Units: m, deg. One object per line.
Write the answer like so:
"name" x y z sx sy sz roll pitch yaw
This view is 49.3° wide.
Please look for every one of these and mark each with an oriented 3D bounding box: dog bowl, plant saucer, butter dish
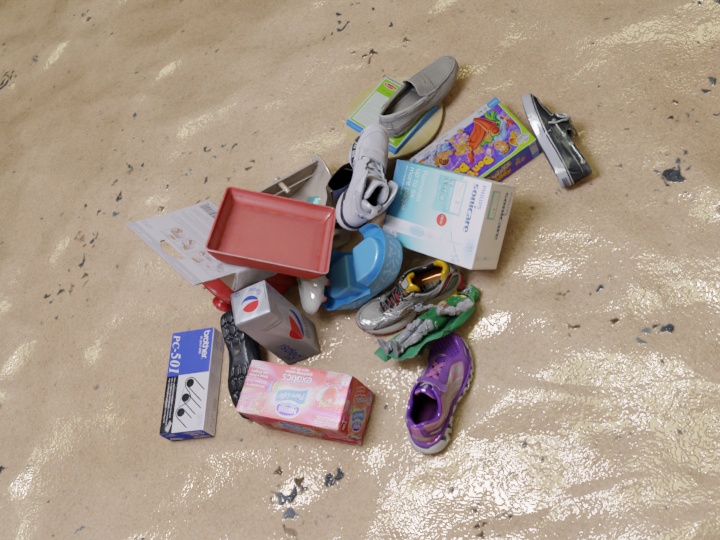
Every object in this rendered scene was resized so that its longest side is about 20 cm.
"dog bowl" 0.000 0.000 1.370 0.200 0.049 0.112 -37 49 42
"plant saucer" -0.147 -0.059 1.322 0.199 0.037 0.200 11 36 -5
"butter dish" -0.230 0.011 1.465 0.199 0.200 0.148 42 110 33

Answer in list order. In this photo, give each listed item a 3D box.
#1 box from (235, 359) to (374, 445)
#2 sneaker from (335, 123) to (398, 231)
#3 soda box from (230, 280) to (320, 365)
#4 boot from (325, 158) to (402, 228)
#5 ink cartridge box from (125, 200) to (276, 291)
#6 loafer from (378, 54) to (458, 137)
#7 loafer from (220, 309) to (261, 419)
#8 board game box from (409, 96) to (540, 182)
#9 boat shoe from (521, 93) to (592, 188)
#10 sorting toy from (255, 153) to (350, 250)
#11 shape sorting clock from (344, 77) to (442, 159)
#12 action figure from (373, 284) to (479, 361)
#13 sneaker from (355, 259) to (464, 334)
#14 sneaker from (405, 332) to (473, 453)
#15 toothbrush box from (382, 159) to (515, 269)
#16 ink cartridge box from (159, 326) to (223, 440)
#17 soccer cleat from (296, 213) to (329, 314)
"box" -0.092 0.220 1.314 0.199 0.103 0.095 5 66 26
"sneaker" 0.024 -0.168 1.355 0.115 0.075 0.201 -10 61 65
"soda box" -0.142 0.093 1.345 0.068 0.200 0.064 -22 58 12
"boot" 0.014 -0.166 1.455 0.200 0.097 0.075 -41 61 -20
"ink cartridge box" -0.267 -0.035 1.318 0.176 0.045 0.200 -22 48 -41
"loafer" 0.112 -0.342 1.500 0.070 0.070 0.200 37 81 29
"loafer" -0.205 0.167 1.419 0.068 0.070 0.201 -17 75 18
"board game box" 0.208 -0.209 1.440 0.200 0.045 0.135 -36 55 4
"boat shoe" 0.344 -0.239 1.374 0.068 0.074 0.200 -26 56 14
"sorting toy" -0.117 -0.094 1.496 0.200 0.107 0.180 -31 70 -23
"shape sorting clock" 0.066 -0.304 1.561 0.199 0.039 0.201 -8 63 15
"action figure" 0.122 0.080 1.288 0.200 0.055 0.118 -31 17 -28
"sneaker" 0.076 0.038 1.345 0.200 0.082 0.078 -31 56 8
"sneaker" 0.120 0.184 1.242 0.080 0.088 0.201 5 63 30
"toothbrush box" 0.146 -0.096 1.338 0.200 0.085 0.147 21 104 37
"ink cartridge box" -0.312 0.210 1.458 0.094 0.044 0.201 -9 60 19
"soccer cleat" -0.100 -0.018 1.408 0.069 0.077 0.201 -32 51 53
